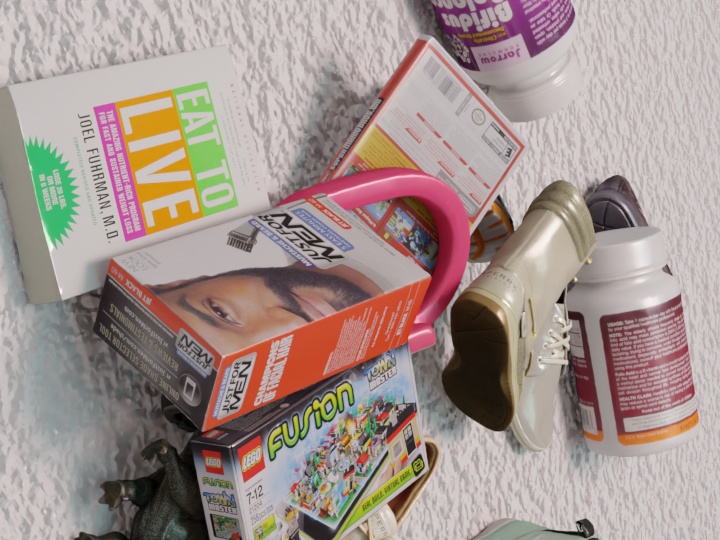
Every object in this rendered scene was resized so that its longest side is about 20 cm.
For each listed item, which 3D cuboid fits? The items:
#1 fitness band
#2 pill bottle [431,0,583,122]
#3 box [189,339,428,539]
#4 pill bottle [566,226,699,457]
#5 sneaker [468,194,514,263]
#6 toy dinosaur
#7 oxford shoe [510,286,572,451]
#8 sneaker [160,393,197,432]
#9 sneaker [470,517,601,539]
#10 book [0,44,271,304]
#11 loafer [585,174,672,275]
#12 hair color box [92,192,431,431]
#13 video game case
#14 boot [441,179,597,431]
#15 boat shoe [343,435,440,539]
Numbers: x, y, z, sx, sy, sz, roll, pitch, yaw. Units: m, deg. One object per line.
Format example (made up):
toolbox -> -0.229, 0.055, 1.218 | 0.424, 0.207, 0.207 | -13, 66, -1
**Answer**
fitness band -> 0.000, 0.000, 1.219 | 0.198, 0.037, 0.145 | -17, 110, -31
pill bottle -> 0.121, -0.232, 1.396 | 0.113, 0.111, 0.201 | -56, 129, -41
box -> -0.029, 0.125, 1.084 | 0.199, 0.034, 0.111 | -31, 117, -48
pill bottle -> 0.256, 0.066, 1.555 | 0.114, 0.113, 0.203 | -22, 105, -53
sneaker -> 0.076, -0.080, 1.351 | 0.200, 0.078, 0.078 | 52, 38, -40
toy dinosaur -> -0.123, 0.160, 1.051 | 0.102, 0.076, 0.203 | 26, 69, -60
oxford shoe -> 0.163, 0.064, 1.473 | 0.075, 0.057, 0.203 | 3, 86, -57
sneaker -> -0.056, 0.092, 1.145 | 0.200, 0.075, 0.080 | 34, 58, -48
sneaker -> 0.129, 0.263, 1.351 | 0.200, 0.117, 0.075 | -30, 112, -50
book -> -0.149, -0.068, 1.062 | 0.199, 0.048, 0.135 | -22, 104, -50
loafer -> 0.286, -0.004, 1.645 | 0.063, 0.071, 0.202 | -51, 124, -49
hair color box -> -0.061, 0.021, 1.056 | 0.199, 0.111, 0.064 | -22, 140, -45
video game case -> 0.036, -0.060, 1.257 | 0.143, 0.017, 0.201 | 42, 78, -36
boot -> 0.134, 0.033, 1.348 | 0.155, 0.072, 0.201 | -53, 158, -28
boat shoe -> -0.003, 0.182, 1.215 | 0.200, 0.069, 0.074 | -51, 127, -44
